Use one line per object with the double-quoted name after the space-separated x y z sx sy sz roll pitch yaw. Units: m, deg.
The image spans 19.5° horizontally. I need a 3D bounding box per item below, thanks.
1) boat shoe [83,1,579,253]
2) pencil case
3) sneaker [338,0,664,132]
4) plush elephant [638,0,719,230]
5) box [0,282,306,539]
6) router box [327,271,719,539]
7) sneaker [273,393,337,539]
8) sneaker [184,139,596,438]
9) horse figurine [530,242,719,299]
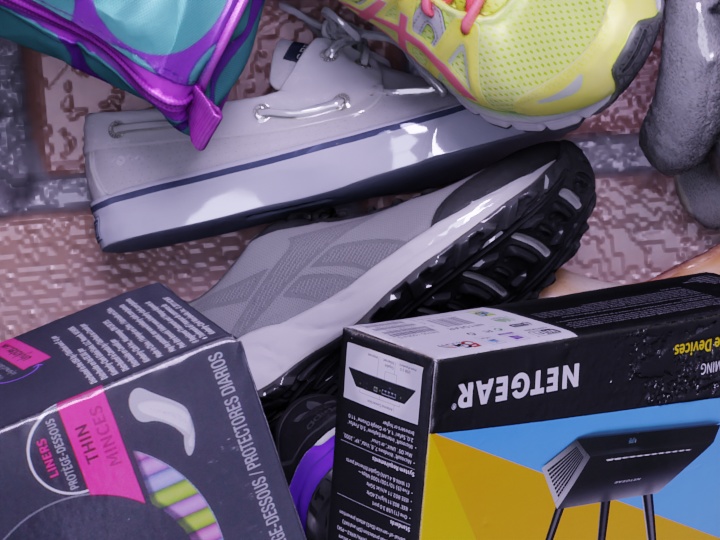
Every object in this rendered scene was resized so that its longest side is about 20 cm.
-0.016 -0.070 0.839 0.201 0.075 0.086 -13 85 7 "boat shoe"
-0.131 -0.121 0.763 0.200 0.085 0.093 22 48 -4 "pencil case"
0.020 -0.113 0.742 0.200 0.090 0.078 32 93 42 "sneaker"
0.143 -0.129 0.796 0.165 0.200 0.155 -40 75 9 "plush elephant"
-0.128 0.101 0.730 0.200 0.106 0.123 -22 107 -14 "box"
0.075 0.085 0.757 0.200 0.051 0.150 -8 108 -42 "router box"
0.006 0.127 0.835 0.069 0.100 0.200 -26 132 -21 "sneaker"
0.000 0.000 0.815 0.200 0.074 0.080 -31 61 20 "sneaker"
0.094 0.044 0.853 0.199 0.050 0.133 4 99 -3 "horse figurine"
